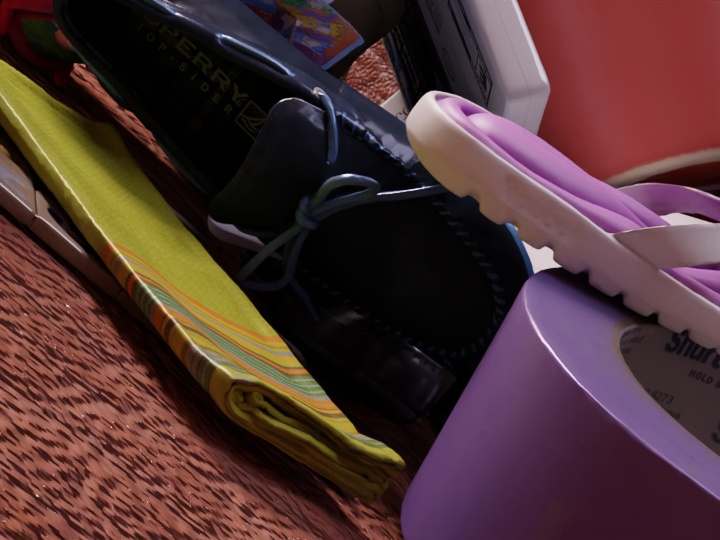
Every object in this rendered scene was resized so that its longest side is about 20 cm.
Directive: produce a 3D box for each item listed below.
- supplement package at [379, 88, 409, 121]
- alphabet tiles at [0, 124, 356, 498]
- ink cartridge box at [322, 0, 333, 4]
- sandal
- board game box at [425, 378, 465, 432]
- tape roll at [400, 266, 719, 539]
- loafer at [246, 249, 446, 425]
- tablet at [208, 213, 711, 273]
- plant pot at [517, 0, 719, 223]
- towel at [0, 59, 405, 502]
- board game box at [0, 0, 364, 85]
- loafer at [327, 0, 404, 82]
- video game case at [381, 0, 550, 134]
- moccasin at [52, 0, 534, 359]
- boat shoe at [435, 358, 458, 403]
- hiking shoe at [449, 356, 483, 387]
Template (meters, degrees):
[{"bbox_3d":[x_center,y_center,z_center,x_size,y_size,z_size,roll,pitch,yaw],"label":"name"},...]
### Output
[{"bbox_3d":[0.108,-0.013,1.098,0.200,0.152,0.151,44,-17,18],"label":"supplement package"},{"bbox_3d":[-0.076,-0.011,0.717,0.167,0.008,0.200,41,6,-19],"label":"alphabet tiles"},{"bbox_3d":[-0.061,-0.170,0.899,0.084,0.147,0.200,21,-14,-18],"label":"ink cartridge box"},{"bbox_3d":[0.110,-0.012,0.702,0.202,0.050,0.083,26,19,-16],"label":"sandal"},{"bbox_3d":[0.126,0.133,0.940,0.200,0.028,0.135,46,8,28],"label":"board game box"},{"bbox_3d":[0.118,0.087,0.661,0.199,0.085,0.200,26,18,-9],"label":"tape roll"},{"bbox_3d":[0.000,0.000,0.844,0.068,0.070,0.201,40,7,-20],"label":"loafer"},{"bbox_3d":[0.051,-0.015,0.819,0.199,0.014,0.130,18,30,7],"label":"tablet"},{"bbox_3d":[0.139,-0.107,0.960,0.200,0.199,0.178,34,44,-60],"label":"plant pot"},{"bbox_3d":[-0.063,-0.007,0.657,0.200,0.018,0.086,47,6,40],"label":"towel"},{"bbox_3d":[-0.095,-0.091,0.849,0.157,0.039,0.200,22,-15,-15],"label":"board game box"},{"bbox_3d":[-0.045,-0.101,1.023,0.076,0.068,0.200,50,-26,4],"label":"loafer"},{"bbox_3d":[0.034,-0.124,0.955,0.182,0.023,0.201,98,-26,-68],"label":"video game case"},{"bbox_3d":[-0.032,-0.034,0.733,0.200,0.081,0.068,36,22,11],"label":"moccasin"},{"bbox_3d":[-0.004,-0.013,0.999,0.200,0.057,0.069,43,5,-1],"label":"boat shoe"},{"bbox_3d":[0.081,0.033,0.893,0.200,0.086,0.075,-5,80,-58],"label":"hiking shoe"}]
